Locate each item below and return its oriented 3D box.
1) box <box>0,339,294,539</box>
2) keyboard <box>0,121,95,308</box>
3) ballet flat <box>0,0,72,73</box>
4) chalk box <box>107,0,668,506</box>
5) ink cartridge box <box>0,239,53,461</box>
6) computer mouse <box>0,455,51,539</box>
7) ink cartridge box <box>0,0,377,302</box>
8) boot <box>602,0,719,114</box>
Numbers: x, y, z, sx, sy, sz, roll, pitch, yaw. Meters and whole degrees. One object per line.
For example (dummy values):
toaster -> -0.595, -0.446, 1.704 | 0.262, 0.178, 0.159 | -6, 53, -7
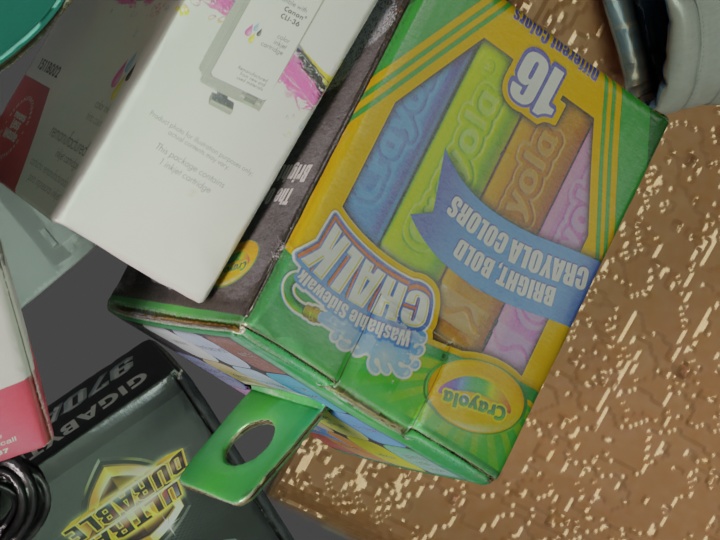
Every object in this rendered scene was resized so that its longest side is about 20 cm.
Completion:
box -> -0.121, 0.148, 0.888 | 0.200, 0.046, 0.159 | -34, 115, -9
keyboard -> -0.178, -0.065, 0.823 | 0.056, 0.011, 0.200 | -37, 115, -2
ballet flat -> -0.119, -0.132, 0.792 | 0.200, 0.067, 0.068 | -43, 118, -3
chalk box -> 0.000, 0.000, 0.823 | 0.124, 0.124, 0.201 | 32, 79, -26
ink cartridge box -> -0.194, -0.005, 0.739 | 0.146, 0.083, 0.200 | -17, 142, -10
computer mouse -> -0.076, 0.148, 0.855 | 0.199, 0.044, 0.110 | 22, 96, -26
ink cartridge box -> -0.051, -0.100, 0.798 | 0.067, 0.116, 0.201 | 31, 89, -27
boot -> 0.141, -0.159, 0.881 | 0.095, 0.074, 0.201 | -17, 112, -23
